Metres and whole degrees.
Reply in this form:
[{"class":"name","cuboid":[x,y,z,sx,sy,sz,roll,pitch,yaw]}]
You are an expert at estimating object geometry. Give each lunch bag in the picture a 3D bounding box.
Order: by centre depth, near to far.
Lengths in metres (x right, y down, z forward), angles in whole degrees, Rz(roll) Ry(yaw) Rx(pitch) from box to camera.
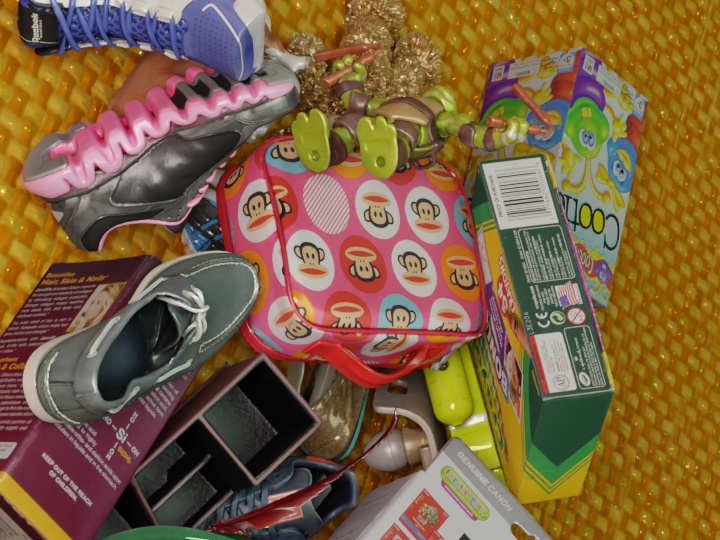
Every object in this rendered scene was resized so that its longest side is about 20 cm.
[{"class":"lunch bag","cuboid":[0.000,0.000,1.437,0.200,0.082,0.176,7,63,-40]}]

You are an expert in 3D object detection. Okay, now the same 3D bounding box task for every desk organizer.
[{"class":"desk organizer","cuboid":[-0.125,0.146,1.373,0.200,0.077,0.072,-43,98,-25]}]

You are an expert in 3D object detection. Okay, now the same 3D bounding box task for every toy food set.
[{"class":"toy food set","cuboid":[0.044,0.184,1.584,0.144,0.060,0.200,-73,151,-80]}]

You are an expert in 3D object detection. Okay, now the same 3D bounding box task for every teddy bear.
[{"class":"teddy bear","cuboid":[0.004,-0.138,1.595,0.200,0.067,0.145,-41,113,-42]}]

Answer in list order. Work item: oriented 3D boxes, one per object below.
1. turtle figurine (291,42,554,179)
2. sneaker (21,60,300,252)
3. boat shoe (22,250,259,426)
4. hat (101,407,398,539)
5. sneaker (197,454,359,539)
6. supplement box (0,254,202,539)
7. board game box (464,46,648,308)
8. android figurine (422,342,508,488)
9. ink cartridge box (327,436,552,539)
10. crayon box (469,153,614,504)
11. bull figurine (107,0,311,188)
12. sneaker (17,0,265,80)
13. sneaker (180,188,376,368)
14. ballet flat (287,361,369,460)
[{"class":"turtle figurine","cuboid":[0.020,-0.104,1.412,0.161,0.200,0.064,-27,134,-55]},{"class":"sneaker","cuboid":[-0.128,-0.076,1.390,0.079,0.200,0.095,-112,178,-63]},{"class":"boat shoe","cuboid":[-0.123,0.042,1.280,0.200,0.062,0.073,-31,108,-44]},{"class":"hat","cuboid":[-0.090,0.194,1.362,0.176,0.200,0.166,-77,175,-60]},{"class":"sneaker","cuboid":[-0.081,0.174,1.458,0.200,0.085,0.075,-18,100,-46]},{"class":"supplement box","cuboid":[-0.195,0.090,1.325,0.086,0.110,0.200,52,52,-30]},{"class":"board game box","cuboid":[0.161,-0.075,1.730,0.103,0.105,0.200,32,63,-40]},{"class":"android figurine","cuboid":[0.081,0.105,1.595,0.182,0.041,0.200,57,20,-75]},{"class":"ink cartridge box","cuboid":[0.066,0.252,1.462,0.200,0.084,0.176,49,56,-5]},{"class":"crayon box","cuboid":[0.124,0.045,1.483,0.058,0.173,0.200,-7,59,-9]},{"class":"bull figurine","cuboid":[-0.104,-0.158,1.469,0.121,0.065,0.200,31,68,-4]},{"class":"sneaker","cuboid":[-0.165,-0.175,1.361,0.115,0.199,0.081,-41,153,-27]},{"class":"sneaker","cuboid":[-0.048,-0.011,1.510,0.200,0.075,0.087,36,53,-21]},{"class":"ballet flat","cuboid":[-0.015,0.049,1.568,0.072,0.068,0.200,30,68,-23]}]
